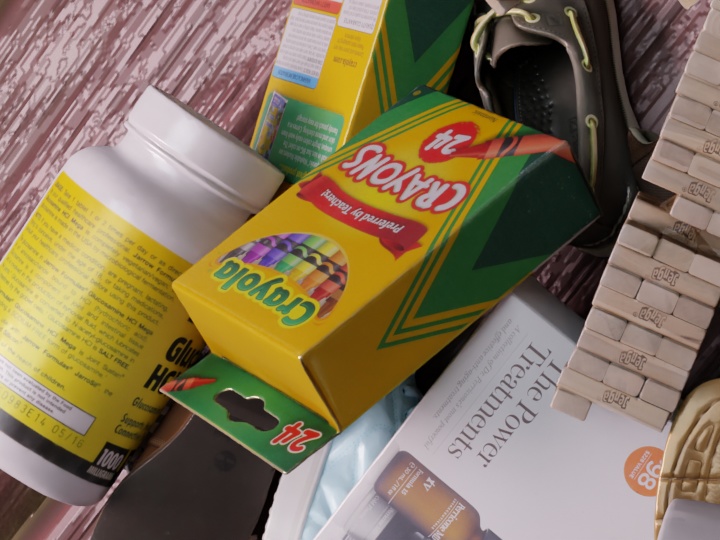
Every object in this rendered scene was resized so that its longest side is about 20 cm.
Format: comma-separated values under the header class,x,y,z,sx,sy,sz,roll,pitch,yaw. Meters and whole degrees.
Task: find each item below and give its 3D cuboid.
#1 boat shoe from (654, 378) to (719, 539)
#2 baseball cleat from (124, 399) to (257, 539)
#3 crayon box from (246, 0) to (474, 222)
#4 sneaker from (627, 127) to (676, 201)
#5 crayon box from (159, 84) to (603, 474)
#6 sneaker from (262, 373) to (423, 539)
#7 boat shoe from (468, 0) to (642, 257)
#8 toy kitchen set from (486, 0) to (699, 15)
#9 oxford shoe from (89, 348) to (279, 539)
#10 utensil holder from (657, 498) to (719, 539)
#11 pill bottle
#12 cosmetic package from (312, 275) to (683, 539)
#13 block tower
class,x,y,z,sx,sy,sz,roll,pitch,yaw
boat shoe,0.176,0.145,1.250,0.070,0.069,0.201,-4,96,15
baseball cleat,-0.136,0.087,1.493,0.200,0.106,0.070,62,152,34
crayon box,-0.002,-0.100,1.425,0.126,0.051,0.201,25,98,65
sneaker,0.199,-0.104,1.293,0.200,0.070,0.076,-49,57,20
crayon box,0.000,0.000,1.296,0.200,0.051,0.127,-40,33,-17
sneaker,0.012,0.075,1.418,0.082,0.074,0.201,18,85,3
boat shoe,0.091,-0.105,1.380,0.072,0.060,0.203,-28,66,30
toy kitchen set,0.121,-0.226,1.231,0.200,0.163,0.180,50,150,0
oxford shoe,-0.076,0.093,1.414,0.200,0.071,0.071,-55,13,17
utensil holder,0.211,0.190,1.129,0.199,0.170,0.171,10,88,12
pill bottle,-0.127,0.011,1.405,0.112,0.112,0.200,36,94,35
cosmetic package,0.075,0.126,1.322,0.151,0.052,0.200,38,108,3
block tower,0.148,-0.024,1.232,0.058,0.054,0.201,23,99,6
